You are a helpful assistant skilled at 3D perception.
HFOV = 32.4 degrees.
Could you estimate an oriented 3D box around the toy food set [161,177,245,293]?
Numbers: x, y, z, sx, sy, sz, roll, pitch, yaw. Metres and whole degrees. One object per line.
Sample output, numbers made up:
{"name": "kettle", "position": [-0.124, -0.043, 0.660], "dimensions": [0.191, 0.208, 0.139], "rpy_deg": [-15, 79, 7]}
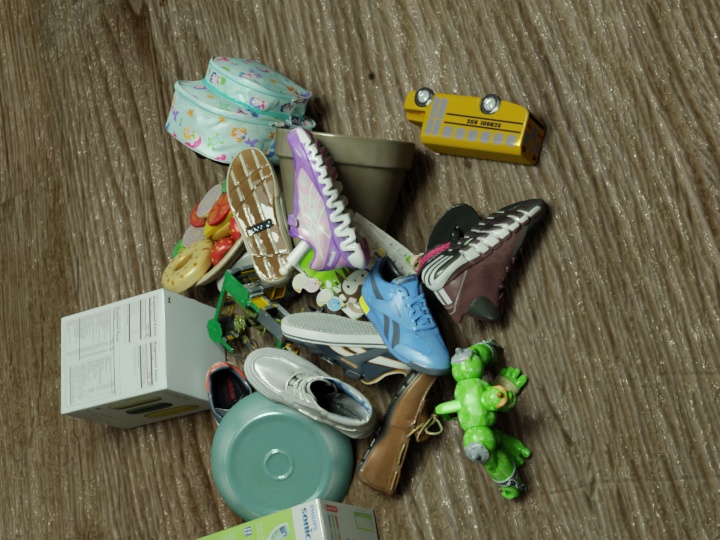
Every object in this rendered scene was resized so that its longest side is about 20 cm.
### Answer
{"name": "toy food set", "position": [-0.220, -0.061, 1.865], "dimensions": [0.200, 0.049, 0.199], "rpy_deg": [-38, 30, 29]}

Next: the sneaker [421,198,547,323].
{"name": "sneaker", "position": [0.181, -0.003, 1.635], "dimensions": [0.199, 0.116, 0.076], "rpy_deg": [-34, 16, -14]}

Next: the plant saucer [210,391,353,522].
{"name": "plant saucer", "position": [-0.109, 0.262, 1.685], "dimensions": [0.198, 0.036, 0.202], "rpy_deg": [0, 95, 5]}

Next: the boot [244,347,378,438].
{"name": "boot", "position": [-0.066, 0.151, 1.626], "dimensions": [0.198, 0.096, 0.074], "rpy_deg": [25, 74, 8]}

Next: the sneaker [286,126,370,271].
{"name": "sneaker", "position": [-0.061, -0.084, 1.604], "dimensions": [0.088, 0.081, 0.202], "rpy_deg": [-20, 97, 12]}

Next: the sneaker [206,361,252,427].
{"name": "sneaker", "position": [-0.167, 0.220, 1.739], "dimensions": [0.074, 0.085, 0.201], "rpy_deg": [-27, 80, -8]}

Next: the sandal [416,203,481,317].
{"name": "sandal", "position": [0.106, 0.005, 1.671], "dimensions": [0.075, 0.045, 0.201], "rpy_deg": [29, 98, -2]}

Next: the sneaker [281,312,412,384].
{"name": "sneaker", "position": [-0.012, 0.109, 1.668], "dimensions": [0.198, 0.079, 0.080], "rpy_deg": [7, 110, 3]}

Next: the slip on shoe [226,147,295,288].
{"name": "slip on shoe", "position": [-0.135, -0.071, 1.728], "dimensions": [0.075, 0.061, 0.202], "rpy_deg": [-20, 75, 1]}

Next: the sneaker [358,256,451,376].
{"name": "sneaker", "position": [0.061, 0.056, 1.605], "dimensions": [0.200, 0.065, 0.079], "rpy_deg": [52, 130, 45]}

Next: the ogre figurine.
{"name": "ogre figurine", "position": [0.158, 0.179, 1.556], "dimensions": [0.097, 0.120, 0.202], "rpy_deg": [2, 77, 32]}

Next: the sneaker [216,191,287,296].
{"name": "sneaker", "position": [-0.145, -0.048, 1.855], "dimensions": [0.200, 0.075, 0.089], "rpy_deg": [-46, 44, 5]}

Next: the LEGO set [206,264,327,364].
{"name": "LEGO set", "position": [-0.120, 0.077, 1.790], "dimensions": [0.199, 0.115, 0.155], "rpy_deg": [32, 122, 38]}

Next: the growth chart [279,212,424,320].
{"name": "growth chart", "position": [0.000, 0.000, 1.687], "dimensions": [0.145, 0.199, 0.018], "rpy_deg": [-56, 23, 10]}

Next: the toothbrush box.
{"name": "toothbrush box", "position": [-0.093, 0.376, 1.636], "dimensions": [0.199, 0.145, 0.087], "rpy_deg": [-22, 64, 25]}

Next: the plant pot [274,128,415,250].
{"name": "plant pot", "position": [-0.029, -0.103, 1.733], "dimensions": [0.198, 0.199, 0.176], "rpy_deg": [9, 95, 33]}

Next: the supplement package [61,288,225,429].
{"name": "supplement package", "position": [-0.323, 0.136, 1.849], "dimensions": [0.198, 0.151, 0.152], "rpy_deg": [-15, 68, 27]}

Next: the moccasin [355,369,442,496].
{"name": "moccasin", "position": [0.067, 0.204, 1.633], "dimensions": [0.077, 0.074, 0.203], "rpy_deg": [27, 93, 3]}

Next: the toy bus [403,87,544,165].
{"name": "toy bus", "position": [0.152, -0.200, 1.710], "dimensions": [0.198, 0.065, 0.079], "rpy_deg": [11, 83, 33]}

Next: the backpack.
{"name": "backpack", "position": [-0.179, -0.228, 1.818], "dimensions": [0.177, 0.199, 0.152], "rpy_deg": [35, 120, 35]}
